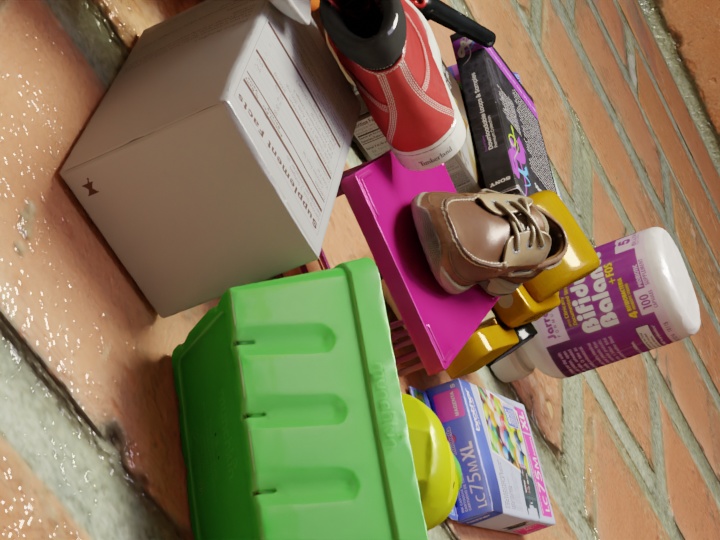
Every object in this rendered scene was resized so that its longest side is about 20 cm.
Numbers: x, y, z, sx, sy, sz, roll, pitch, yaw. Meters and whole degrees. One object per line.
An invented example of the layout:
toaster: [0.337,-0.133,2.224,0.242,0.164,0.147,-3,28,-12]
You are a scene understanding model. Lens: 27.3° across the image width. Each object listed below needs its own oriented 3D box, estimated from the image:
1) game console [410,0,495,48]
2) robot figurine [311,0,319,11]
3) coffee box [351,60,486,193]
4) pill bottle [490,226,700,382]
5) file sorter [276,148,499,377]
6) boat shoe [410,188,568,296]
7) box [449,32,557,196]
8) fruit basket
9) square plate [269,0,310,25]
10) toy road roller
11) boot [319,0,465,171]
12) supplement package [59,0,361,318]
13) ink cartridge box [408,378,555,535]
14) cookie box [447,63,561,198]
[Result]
game console: [0.021,-0.258,1.344,0.177,0.031,0.200,35,12,20]
robot figurine: [-0.093,-0.253,1.084,0.200,0.117,0.144,18,66,-65]
coffee box: [0.063,-0.120,1.383,0.200,0.080,0.114,53,25,-38]
pill bottle: [0.218,0.040,1.446,0.112,0.200,0.112,52,26,-38]
file sorter: [0.000,0.000,1.056,0.139,0.125,0.200,66,20,-6]
boat shoe: [0.093,-0.027,1.032,0.200,0.072,0.076,2,67,-68]
box: [0.145,-0.121,1.431,0.143,0.036,0.200,43,30,-50]
fruit basket: [-0.002,0.111,0.889,0.215,0.156,0.216,15,56,-23]
square plate: [-0.089,-0.277,0.916,0.200,0.028,0.198,48,31,-45]
toy road roller: [0.117,0.001,1.286,0.123,0.146,0.200,57,21,10]
boot: [0.002,-0.178,1.011,0.144,0.072,0.200,57,6,-43]
supplement package: [-0.086,-0.085,0.937,0.117,0.117,0.200,59,23,-26]
ink cartridge box: [0.109,0.163,1.294,0.200,0.042,0.119,24,48,-60]
cookie box: [0.137,-0.128,1.579,0.200,0.075,0.171,-10,80,-68]
